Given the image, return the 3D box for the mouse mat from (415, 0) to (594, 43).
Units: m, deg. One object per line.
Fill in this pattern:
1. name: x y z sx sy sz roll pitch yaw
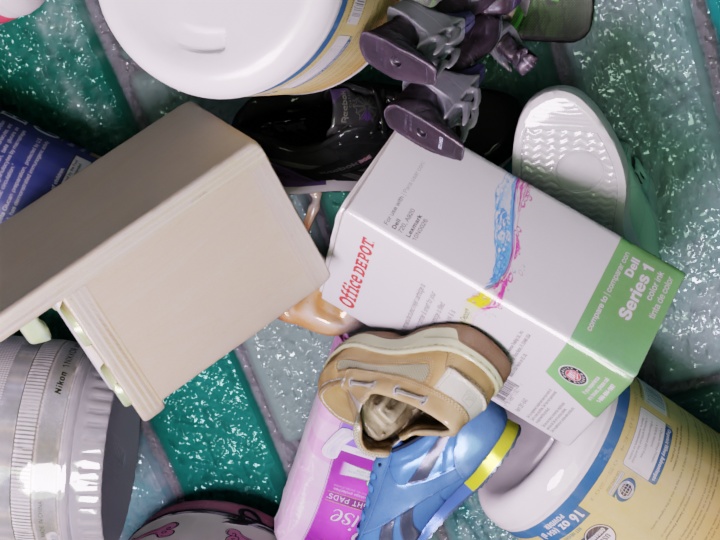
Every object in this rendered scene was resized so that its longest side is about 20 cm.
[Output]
1. mouse mat: 0.081 -0.248 0.888 0.159 0.008 0.202 3 118 2

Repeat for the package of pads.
1. package of pads: 0.014 0.136 1.053 0.119 0.076 0.202 18 117 -2

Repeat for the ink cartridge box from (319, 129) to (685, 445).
1. ink cartridge box: 0.082 0.010 0.867 0.199 0.084 0.145 30 157 5

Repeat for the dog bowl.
1. dog bowl: -0.117 0.273 1.119 0.197 0.074 0.202 5 126 7

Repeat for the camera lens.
1. camera lens: -0.275 0.128 1.019 0.197 0.160 0.162 5 118 1

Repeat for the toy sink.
1. toy sink: -0.141 0.005 0.852 0.199 0.130 0.113 -35 118 -12

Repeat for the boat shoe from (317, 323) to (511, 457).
1. boat shoe: 0.016 0.085 0.889 0.071 0.077 0.200 39 155 -13

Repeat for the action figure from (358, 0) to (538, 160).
1. action figure: 0.080 -0.162 0.836 0.069 0.201 0.131 20 144 26

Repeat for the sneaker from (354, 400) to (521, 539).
1. sneaker: 0.030 0.159 0.989 0.078 0.066 0.201 35 112 -4

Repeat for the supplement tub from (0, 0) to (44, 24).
1. supplement tub: -0.309 -0.201 0.862 0.198 0.141 0.142 -17 115 13

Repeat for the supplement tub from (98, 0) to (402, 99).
1. supplement tub: -0.054 -0.176 0.807 0.143 0.200 0.147 2 98 15

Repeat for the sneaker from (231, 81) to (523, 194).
1. sneaker: 0.012 -0.091 0.914 0.197 0.088 0.077 -7 76 6

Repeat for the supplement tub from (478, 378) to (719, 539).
1. supplement tub: 0.202 0.166 1.008 0.199 0.145 0.145 33 115 -13

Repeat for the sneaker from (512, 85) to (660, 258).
1. sneaker: 0.151 -0.065 0.910 0.073 0.119 0.201 -13 131 20

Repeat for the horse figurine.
1. horse figurine: 0.000 0.000 0.973 0.197 0.050 0.135 -3 88 3

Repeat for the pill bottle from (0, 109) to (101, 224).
1. pill bottle: -0.269 -0.060 0.949 0.198 0.111 0.112 25 116 -10
